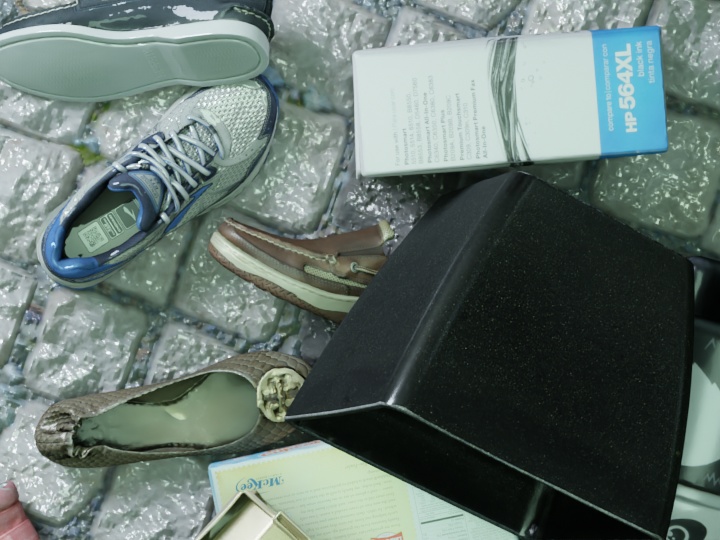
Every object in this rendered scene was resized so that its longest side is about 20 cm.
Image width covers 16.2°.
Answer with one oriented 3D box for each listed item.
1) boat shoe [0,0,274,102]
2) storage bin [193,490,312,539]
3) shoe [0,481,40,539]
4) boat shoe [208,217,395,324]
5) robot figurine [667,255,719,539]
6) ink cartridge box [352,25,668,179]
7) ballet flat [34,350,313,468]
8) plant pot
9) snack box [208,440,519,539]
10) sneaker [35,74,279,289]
[{"bbox_3d":[-0.153,-0.159,1.697,0.198,0.076,0.061,0,55,9],"label":"boat shoe"},{"bbox_3d":[-0.069,0.278,1.650,0.198,0.094,0.200,43,82,-1],"label":"storage bin"},{"bbox_3d":[-0.308,0.218,1.716,0.199,0.071,0.092,-23,92,-4],"label":"shoe"},{"bbox_3d":[-0.001,-0.001,1.702,0.201,0.075,0.075,24,94,-14],"label":"boat shoe"},{"bbox_3d":[0.226,0.095,1.678,0.124,0.150,0.201,16,93,-14],"label":"robot figurine"},{"bbox_3d":[0.093,-0.110,1.656,0.198,0.146,0.085,-4,94,0],"label":"ink cartridge box"},{"bbox_3d":[-0.124,0.098,1.718,0.198,0.046,0.068,-9,94,0],"label":"ballet flat"},{"bbox_3d":[0.098,0.051,1.595,0.199,0.200,0.178,26,77,-16],"label":"plant pot"},{"bbox_3d":[0.004,0.169,1.727,0.198,0.037,0.117,-11,93,1],"label":"snack box"},{"bbox_3d":[-0.133,-0.056,1.689,0.200,0.085,0.077,-42,93,2],"label":"sneaker"}]
